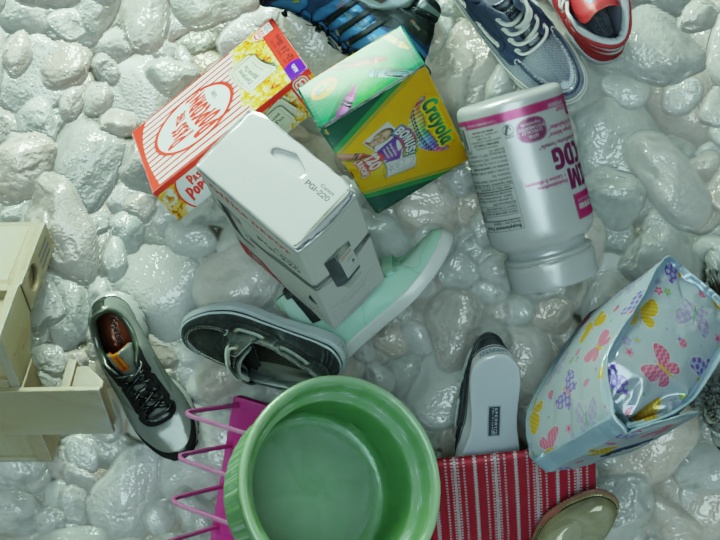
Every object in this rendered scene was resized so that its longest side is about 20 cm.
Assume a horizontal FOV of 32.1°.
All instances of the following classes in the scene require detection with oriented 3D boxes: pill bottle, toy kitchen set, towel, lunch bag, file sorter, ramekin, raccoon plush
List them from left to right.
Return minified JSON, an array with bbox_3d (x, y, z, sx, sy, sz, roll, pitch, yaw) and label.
[{"bbox_3d":[-0.339,0.081,1.364,0.162,0.181,0.201,-1,133,6],"label":"toy kitchen set"},{"bbox_3d":[-0.122,0.249,1.310,0.138,0.125,0.202,12,95,29],"label":"file sorter"},{"bbox_3d":[-0.033,0.207,1.180,0.198,0.098,0.202,7,71,-21],"label":"ramekin"},{"bbox_3d":[0.153,0.252,1.341,0.198,0.023,0.146,-6,119,2],"label":"towel"},{"bbox_3d":[0.178,-0.084,1.301,0.112,0.113,0.202,-15,98,4],"label":"pill bottle"},{"bbox_3d":[0.263,0.112,1.247,0.127,0.170,0.200,41,57,1],"label":"lunch bag"},{"bbox_3d":[0.372,0.082,1.291,0.096,0.134,0.202,-11,93,5],"label":"raccoon plush"}]

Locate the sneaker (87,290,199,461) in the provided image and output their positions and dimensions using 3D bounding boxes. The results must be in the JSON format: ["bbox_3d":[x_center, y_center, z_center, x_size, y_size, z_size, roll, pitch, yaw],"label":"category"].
[{"bbox_3d":[-0.243,0.119,1.357,0.074,0.079,0.201,-28,93,3],"label":"sneaker"}]

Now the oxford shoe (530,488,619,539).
[{"bbox_3d":[0.207,0.316,1.322,0.070,0.074,0.200,30,113,-16],"label":"oxford shoe"}]

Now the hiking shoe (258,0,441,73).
[{"bbox_3d":[-0.017,-0.263,1.323,0.198,0.074,0.087,11,93,2],"label":"hiking shoe"}]

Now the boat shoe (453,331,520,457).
[{"bbox_3d":[0.132,0.162,1.346,0.071,0.068,0.202,-2,115,-4],"label":"boat shoe"}]

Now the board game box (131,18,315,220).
[{"bbox_3d":[-0.138,-0.160,1.300,0.200,0.152,0.046,-39,125,4],"label":"board game box"}]

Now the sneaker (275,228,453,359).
[{"bbox_3d":[0.000,0.000,1.335,0.200,0.074,0.118,-43,97,7],"label":"sneaker"}]

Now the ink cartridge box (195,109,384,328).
[{"bbox_3d":[-0.064,-0.046,1.228,0.145,0.200,0.085,39,76,22],"label":"ink cartridge box"}]

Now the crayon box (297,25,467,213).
[{"bbox_3d":[0.028,-0.147,1.266,0.118,0.200,0.059,-31,62,4],"label":"crayon box"}]

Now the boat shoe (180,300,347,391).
[{"bbox_3d":[-0.114,0.083,1.322,0.198,0.071,0.073,7,122,25],"label":"boat shoe"}]

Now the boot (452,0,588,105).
[{"bbox_3d":[0.162,-0.252,1.305,0.200,0.090,0.073,44,95,0],"label":"boot"}]

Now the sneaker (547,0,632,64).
[{"bbox_3d":[0.210,-0.303,1.289,0.071,0.112,0.200,-40,91,4],"label":"sneaker"}]
